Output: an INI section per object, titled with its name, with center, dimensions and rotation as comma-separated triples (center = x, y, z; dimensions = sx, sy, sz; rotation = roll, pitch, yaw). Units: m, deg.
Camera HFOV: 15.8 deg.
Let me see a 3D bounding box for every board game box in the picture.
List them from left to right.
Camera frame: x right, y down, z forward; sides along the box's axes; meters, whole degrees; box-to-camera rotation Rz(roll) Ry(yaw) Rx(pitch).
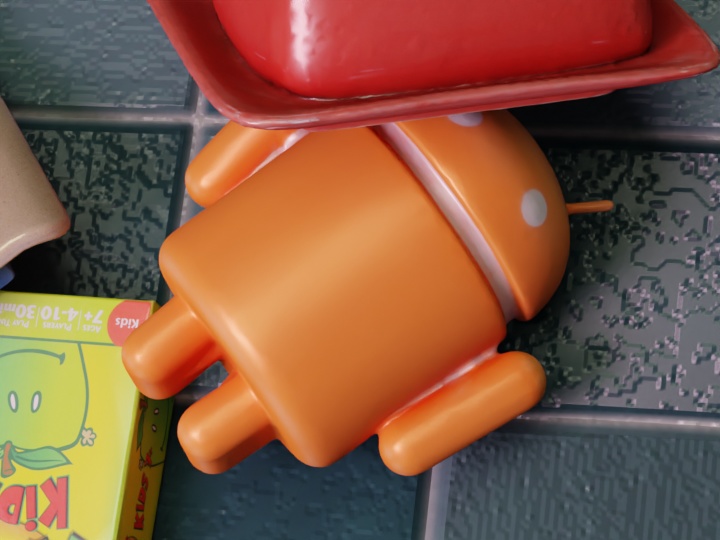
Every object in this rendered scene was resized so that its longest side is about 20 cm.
[board game box]
center = -0.141, 0.111, 1.085
dimensions = 0.101, 0.048, 0.200
rotation = 4, 74, 14

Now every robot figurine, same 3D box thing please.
[robot figurine]
center = -0.001, -0.002, 1.045
dimensions = 0.200, 0.117, 0.144
rotation = -35, 42, -6

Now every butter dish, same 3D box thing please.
[butter dish]
center = 0.021, -0.150, 1.015
dimensions = 0.199, 0.200, 0.148
rotation = -7, 114, -12

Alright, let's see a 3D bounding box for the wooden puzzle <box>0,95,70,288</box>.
[wooden puzzle]
center = -0.229, -0.007, 1.118
dimensions = 0.200, 0.046, 0.185
rotation = -34, 44, 0
